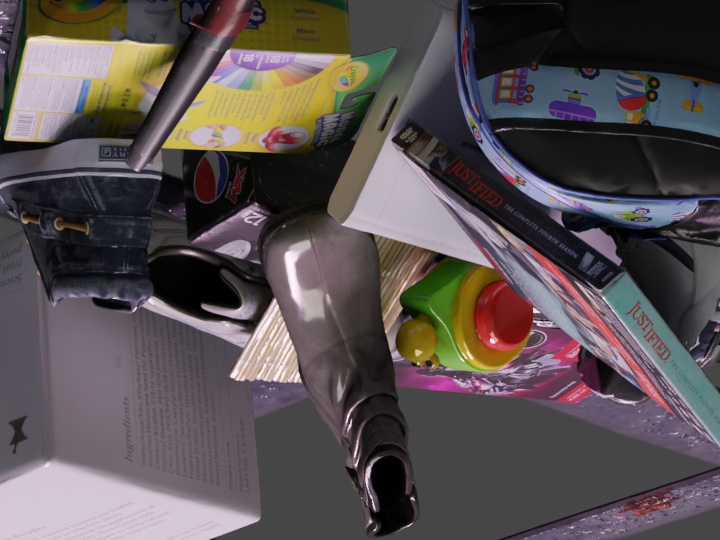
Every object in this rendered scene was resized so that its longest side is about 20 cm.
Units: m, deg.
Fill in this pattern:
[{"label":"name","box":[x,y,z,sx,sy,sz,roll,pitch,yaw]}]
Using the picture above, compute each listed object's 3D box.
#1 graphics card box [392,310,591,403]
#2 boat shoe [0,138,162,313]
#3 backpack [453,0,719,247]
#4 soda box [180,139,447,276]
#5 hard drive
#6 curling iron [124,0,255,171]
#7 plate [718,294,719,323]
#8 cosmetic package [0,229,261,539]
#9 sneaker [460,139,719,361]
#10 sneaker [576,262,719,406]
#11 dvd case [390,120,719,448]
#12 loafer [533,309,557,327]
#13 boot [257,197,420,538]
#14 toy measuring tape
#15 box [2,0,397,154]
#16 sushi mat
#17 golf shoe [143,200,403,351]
[{"label":"graphics card box","box":[0.094,0.042,1.706,0.199,0.051,0.125,8,154,-25]},{"label":"boat shoe","box":[-0.166,-0.021,1.398,0.071,0.091,0.200,4,176,-21]},{"label":"backpack","box":[0.132,-0.101,1.222,0.199,0.183,0.135,-1,168,-19]},{"label":"soda box","box":[-0.013,-0.035,1.484,0.200,0.071,0.063,17,147,-41]},{"label":"hard drive","box":[0.089,-0.065,1.395,0.200,0.026,0.132,15,106,-37]},{"label":"curling iron","box":[-0.078,-0.127,1.244,0.049,0.026,0.200,-12,146,-43]},{"label":"plate","box":[0.280,-0.024,1.339,0.200,0.026,0.200,-32,164,-10]},{"label":"cosmetic package","box":[-0.194,0.092,1.621,0.165,0.166,0.200,-22,151,33]},{"label":"sneaker","box":[0.120,-0.044,1.326,0.129,0.200,0.079,-6,180,-7]},{"label":"sneaker","box":[0.191,0.024,1.435,0.086,0.200,0.080,34,123,-1]},{"label":"dvd case","box":[0.107,0.006,1.298,0.022,0.200,0.146,-46,130,-5]},{"label":"loafer","box":[0.174,-0.021,1.567,0.199,0.073,0.072,-19,145,8]},{"label":"boot","box":[0.000,0.059,1.406,0.068,0.131,0.200,-19,143,-4]},{"label":"toy measuring tape","box":[0.093,0.009,1.487,0.200,0.074,0.074,-34,176,-37]},{"label":"box","box":[-0.088,-0.110,1.332,0.199,0.049,0.117,4,155,-14]},{"label":"sushi mat","box":[0.000,0.000,1.455,0.095,0.012,0.200,4,136,-31]},{"label":"golf shoe","box":[-0.064,0.022,1.507,0.199,0.079,0.097,16,-170,-13]}]
